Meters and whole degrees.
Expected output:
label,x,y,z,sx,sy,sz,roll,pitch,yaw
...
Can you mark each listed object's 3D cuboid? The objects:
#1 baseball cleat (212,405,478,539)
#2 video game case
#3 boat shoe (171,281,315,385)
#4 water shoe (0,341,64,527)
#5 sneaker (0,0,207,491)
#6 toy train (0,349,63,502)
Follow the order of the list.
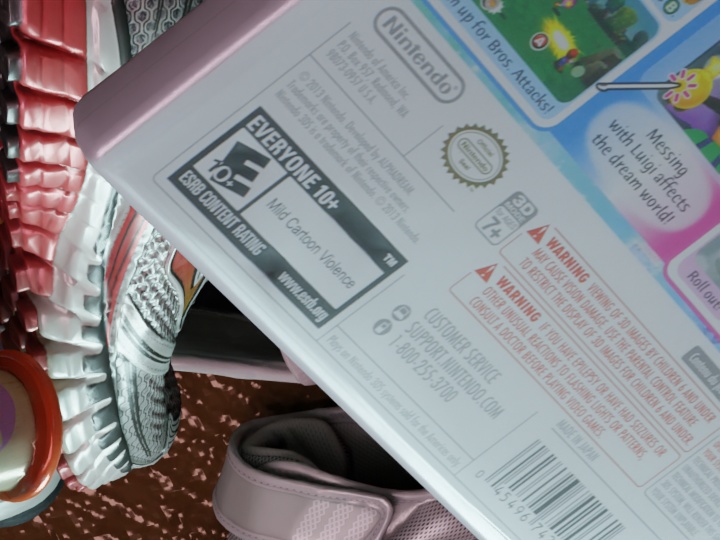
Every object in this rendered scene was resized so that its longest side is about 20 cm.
label,x,y,z,sx,sy,sz,roll,pitch,yaw
baseball cleat,-0.032,0.099,0.866,0.200,0.070,0.107,-25,106,21
video game case,0.071,-0.025,0.612,0.182,0.024,0.200,-38,128,9
boat shoe,0.000,0.000,0.758,0.200,0.066,0.072,6,129,29
water shoe,-0.161,-0.001,0.828,0.200,0.071,0.079,47,165,8
sneaker,-0.046,-0.017,0.680,0.082,0.078,0.200,-13,149,-14
toy train,-0.127,0.041,0.696,0.200,0.056,0.151,39,132,44
